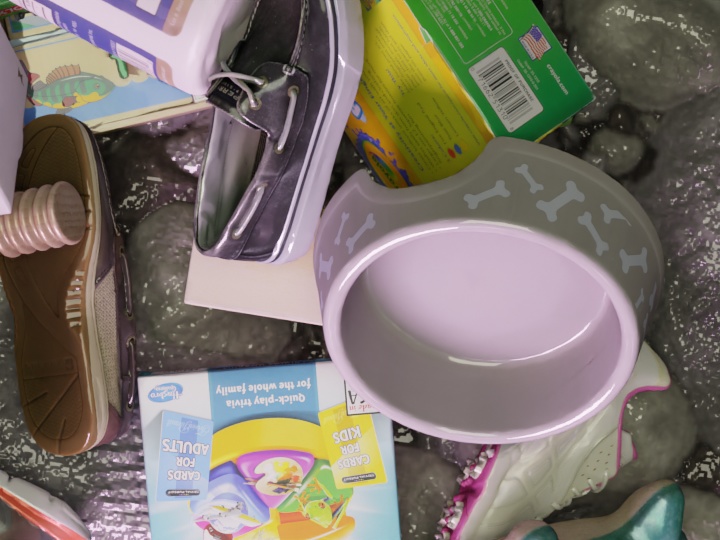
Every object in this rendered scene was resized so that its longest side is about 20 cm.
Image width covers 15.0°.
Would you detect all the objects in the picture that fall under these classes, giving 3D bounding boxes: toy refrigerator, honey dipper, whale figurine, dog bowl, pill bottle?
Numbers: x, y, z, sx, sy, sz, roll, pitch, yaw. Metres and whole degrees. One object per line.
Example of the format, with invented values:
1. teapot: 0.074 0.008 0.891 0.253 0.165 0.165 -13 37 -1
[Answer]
1. toy refrigerator: 0.000 0.000 1.621 0.199 0.076 0.070 9 91 0
2. honey dipper: -0.254 -0.017 1.608 0.199 0.038 0.038 -10 91 26
3. whale figurine: 0.119 0.205 1.590 0.200 0.159 0.104 -29 52 -14
4. dog bowl: 0.069 0.018 1.518 0.199 0.059 0.201 4 135 4
5. pill bottle: -0.151 -0.190 1.537 0.199 0.111 0.111 28 91 9

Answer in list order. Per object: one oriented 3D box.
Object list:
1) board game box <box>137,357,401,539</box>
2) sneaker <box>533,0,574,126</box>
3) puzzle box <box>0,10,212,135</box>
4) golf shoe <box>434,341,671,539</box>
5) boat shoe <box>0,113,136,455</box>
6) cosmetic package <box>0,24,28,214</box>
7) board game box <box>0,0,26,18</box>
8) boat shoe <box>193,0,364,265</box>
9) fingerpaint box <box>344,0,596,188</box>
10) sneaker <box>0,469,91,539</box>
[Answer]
1. board game box: -0.050 0.156 1.638 0.150 0.047 0.201 -5 91 0
2. sneaker: 0.083 -0.175 1.616 0.084 0.077 0.200 -35 105 -21
3. puzzle box: -0.165 -0.148 1.641 0.199 0.025 0.134 -14 91 0
4. golf shoe: 0.112 0.117 1.627 0.091 0.075 0.200 29 92 -4
5. boat shoe: -0.171 0.008 1.625 0.073 0.065 0.201 1 92 28
6. cosmetic package: -0.301 -0.083 1.576 0.199 0.085 0.108 -9 51 10
7. board game box: -0.202 -0.258 1.620 0.134 0.029 0.201 -17 82 0
8. boat shoe: -0.050 -0.093 1.513 0.071 0.072 0.201 -7 115 -37
9. fingerpaint box: 0.025 -0.144 1.567 0.073 0.167 0.200 -35 92 -23
10. sneaker: -0.259 0.139 1.610 0.200 0.077 0.082 29 71 -1
